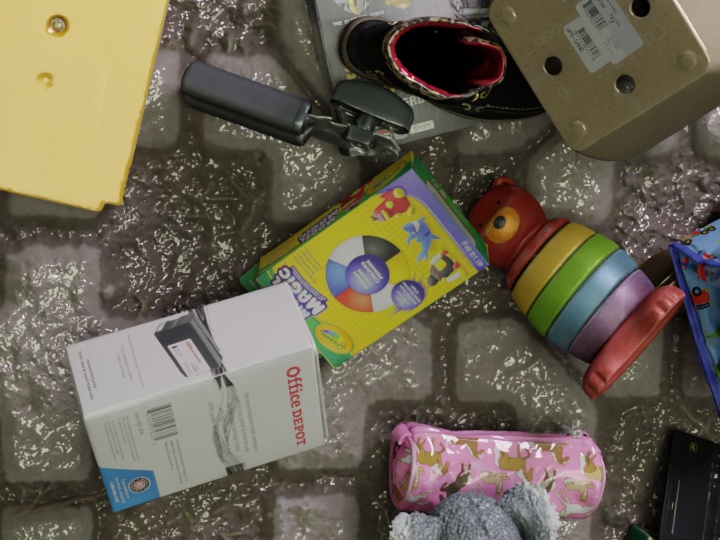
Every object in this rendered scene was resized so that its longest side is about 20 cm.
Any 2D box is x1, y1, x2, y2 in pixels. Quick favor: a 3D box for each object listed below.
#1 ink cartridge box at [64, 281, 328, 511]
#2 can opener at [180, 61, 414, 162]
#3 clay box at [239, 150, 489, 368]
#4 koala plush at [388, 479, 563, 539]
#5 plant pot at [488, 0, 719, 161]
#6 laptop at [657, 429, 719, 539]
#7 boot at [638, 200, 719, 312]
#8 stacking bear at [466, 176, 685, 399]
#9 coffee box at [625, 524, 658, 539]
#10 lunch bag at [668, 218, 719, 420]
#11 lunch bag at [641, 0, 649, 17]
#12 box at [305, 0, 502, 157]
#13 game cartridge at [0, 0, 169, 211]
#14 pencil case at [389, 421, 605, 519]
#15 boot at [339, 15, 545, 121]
[{"bbox_3d":[-0.137,0.109,1.315,0.199,0.084,0.145,-16,140,-10],"label":"ink cartridge box"},{"bbox_3d":[-0.053,-0.145,1.323,0.199,0.053,0.067,20,75,6],"label":"can opener"},{"bbox_3d":[0.000,0.000,1.346,0.200,0.048,0.115,-35,110,16],"label":"clay box"},{"bbox_3d":[0.101,0.281,1.352,0.176,0.184,0.201,-7,117,-13],"label":"koala plush"},{"bbox_3d":[0.215,-0.200,1.227,0.200,0.177,0.200,-32,90,34],"label":"plant pot"},{"bbox_3d":[0.391,0.256,1.450,0.199,0.103,0.178,19,70,-20],"label":"laptop"},{"bbox_3d":[0.348,0.033,1.461,0.200,0.077,0.156,-42,108,-12],"label":"boot"},{"bbox_3d":[0.177,0.002,1.375,0.200,0.114,0.122,42,101,13],"label":"stacking bear"},{"bbox_3d":[0.285,0.362,1.499,0.122,0.044,0.201,23,92,-15],"label":"coffee box"},{"bbox_3d":[0.384,0.043,1.397,0.150,0.094,0.201,-25,115,-18],"label":"lunch bag"},{"bbox_3d":[0.320,-0.257,1.353,0.117,0.164,0.201,6,111,31],"label":"lunch bag"},{"bbox_3d":[0.062,-0.201,1.368,0.199,0.048,0.159,-14,101,-11],"label":"box"},{"bbox_3d":[-0.269,-0.163,1.310,0.175,0.032,0.201,13,97,-14],"label":"game cartridge"},{"bbox_3d":[0.123,0.185,1.419,0.199,0.083,0.087,3,73,-12],"label":"pencil case"},{"bbox_3d":[0.090,-0.168,1.275,0.199,0.151,0.074,16,94,-13],"label":"boot"}]
